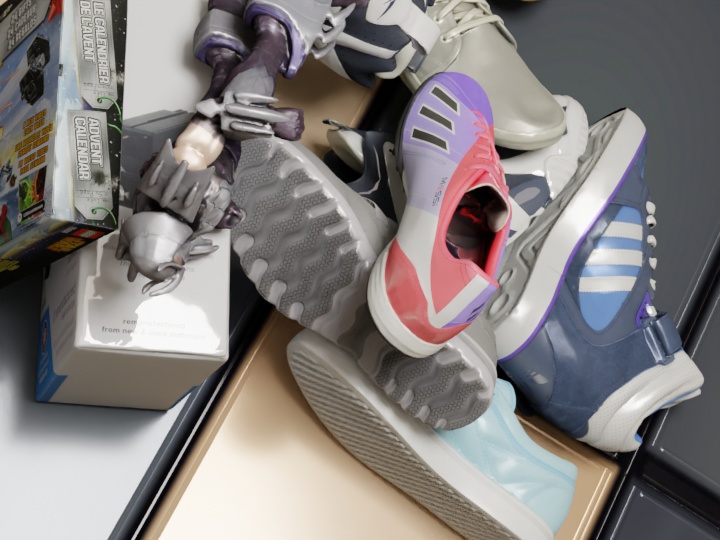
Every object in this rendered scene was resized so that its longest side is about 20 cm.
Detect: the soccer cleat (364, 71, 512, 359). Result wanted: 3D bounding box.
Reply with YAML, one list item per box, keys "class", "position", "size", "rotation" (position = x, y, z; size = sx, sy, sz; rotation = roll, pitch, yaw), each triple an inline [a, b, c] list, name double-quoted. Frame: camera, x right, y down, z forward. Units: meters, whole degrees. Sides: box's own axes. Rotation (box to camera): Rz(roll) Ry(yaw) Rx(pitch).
- class: "soccer cleat"
  position: [0.055, -0.042, 0.947]
  size: [0.068, 0.073, 0.201]
  rotation: [38, 42, -22]

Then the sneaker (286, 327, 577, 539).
- class: "sneaker"
  position: [0.046, 0.086, 1.040]
  size: [0.200, 0.074, 0.082]
  rotation: [42, 62, -14]

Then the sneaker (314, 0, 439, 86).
- class: "sneaker"
  position: [-0.026, -0.156, 1.027]
  size: [0.129, 0.199, 0.080]
  rotation: [37, 73, -30]

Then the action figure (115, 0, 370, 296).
- class: "action figure"
  position: [-0.065, -0.068, 0.856]
  size: [0.069, 0.130, 0.201]
  rotation: [32, 55, -16]

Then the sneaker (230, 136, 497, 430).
- class: "sneaker"
  position: [0.000, 0.000, 0.987]
  size: [0.200, 0.075, 0.082]
  rotation: [49, 28, -9]

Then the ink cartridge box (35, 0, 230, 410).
- class: "ink cartridge box"
  position: [-0.124, -0.036, 0.972]
  size: [0.083, 0.145, 0.202]
  rotation: [5, 73, -16]

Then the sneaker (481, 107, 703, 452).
- class: "sneaker"
  position: [0.162, 0.015, 1.099]
  size: [0.146, 0.080, 0.201]
  rotation: [40, 60, -17]

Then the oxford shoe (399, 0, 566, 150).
- class: "oxford shoe"
  position: [0.052, -0.147, 1.069]
  size: [0.075, 0.058, 0.200]
  rotation: [-19, 56, -36]

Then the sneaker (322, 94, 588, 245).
- class: "sneaker"
  position: [0.042, -0.065, 1.071]
  size: [0.130, 0.079, 0.199]
  rotation: [46, 76, -11]

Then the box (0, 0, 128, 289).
- class: "box"
  position: [-0.187, -0.065, 0.930]
  size: [0.040, 0.199, 0.138]
  rotation: [10, 72, -34]
